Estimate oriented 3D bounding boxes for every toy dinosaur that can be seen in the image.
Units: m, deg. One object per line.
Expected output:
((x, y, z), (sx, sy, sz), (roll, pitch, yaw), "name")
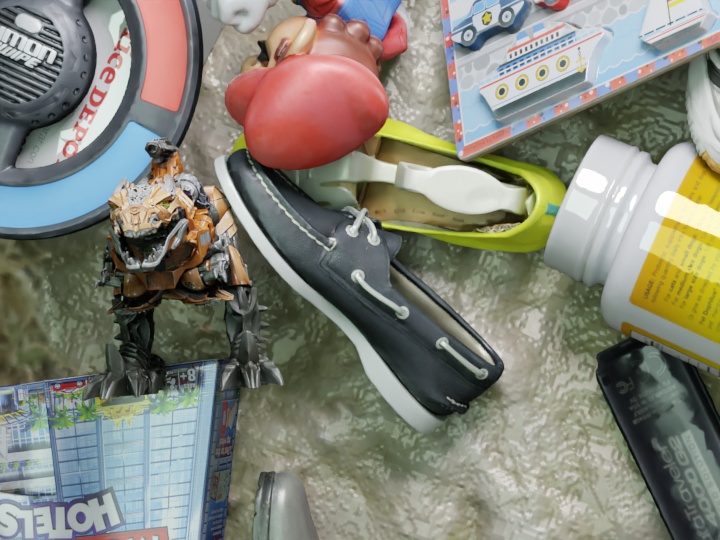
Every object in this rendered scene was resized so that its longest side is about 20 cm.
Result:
((-0.091, -0.003, 1.516), (0.102, 0.200, 0.136), (-6, 89, 28), "toy dinosaur")

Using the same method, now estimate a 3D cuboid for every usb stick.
((0.190, 0.127, 1.556), (0.055, 0.033, 0.200), (-27, 84, 19), "usb stick")

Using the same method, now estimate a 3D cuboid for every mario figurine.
((-0.026, -0.144, 1.545), (0.123, 0.106, 0.200), (26, 63, -10), "mario figurine")

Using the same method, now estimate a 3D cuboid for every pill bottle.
((0.203, 0.002, 1.513), (0.200, 0.109, 0.109), (25, 94, 10), "pill bottle")

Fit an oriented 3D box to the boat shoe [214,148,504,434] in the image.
((0.000, 0.000, 1.555), (0.060, 0.076, 0.200), (-36, 114, 14), "boat shoe")

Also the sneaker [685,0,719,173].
((0.206, -0.147, 1.499), (0.076, 0.088, 0.200), (0, 59, -26), "sneaker")

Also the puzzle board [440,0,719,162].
((0.121, -0.161, 1.515), (0.200, 0.017, 0.151), (-24, 59, 36), "puzzle board")

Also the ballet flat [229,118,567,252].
((0.017, -0.051, 1.577), (0.200, 0.067, 0.067), (11, 92, 12), "ballet flat")

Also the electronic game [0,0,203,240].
((-0.183, -0.117, 1.549), (0.200, 0.042, 0.200), (0, 90, 11), "electronic game")

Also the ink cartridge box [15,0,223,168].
((-0.198, -0.138, 1.617), (0.200, 0.083, 0.147), (28, 95, 11), "ink cartridge box")

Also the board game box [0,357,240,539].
((-0.156, 0.160, 1.616), (0.200, 0.062, 0.200), (-8, 87, 12), "board game box")

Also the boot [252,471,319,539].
((0.016, 0.199, 1.583), (0.130, 0.068, 0.200), (-12, 94, 7), "boot")
